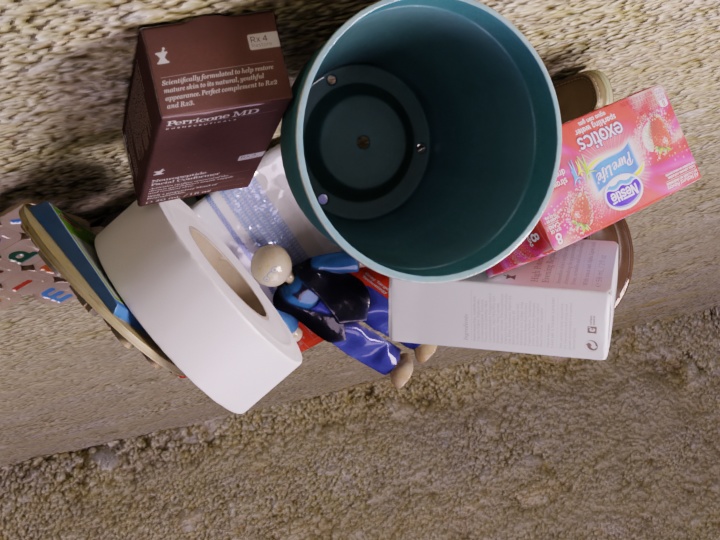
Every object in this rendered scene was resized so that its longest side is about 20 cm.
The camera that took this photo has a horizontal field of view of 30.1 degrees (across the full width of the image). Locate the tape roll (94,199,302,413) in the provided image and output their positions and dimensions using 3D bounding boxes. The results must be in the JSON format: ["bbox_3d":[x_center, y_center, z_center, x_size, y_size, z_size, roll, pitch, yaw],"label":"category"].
[{"bbox_3d":[-0.138,0.024,1.158,0.071,0.203,0.202,-40,166,4],"label":"tape roll"}]

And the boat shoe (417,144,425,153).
[{"bbox_3d":[0.107,-0.081,1.218,0.198,0.071,0.072,18,123,-37],"label":"boat shoe"}]

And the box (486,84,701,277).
[{"bbox_3d":[0.188,-0.080,1.170,0.198,0.097,0.099,-24,180,-34],"label":"box"}]

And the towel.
[{"bbox_3d":[-0.104,-0.022,1.278,0.199,0.024,0.147,-35,127,-2],"label":"towel"}]

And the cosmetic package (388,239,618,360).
[{"bbox_3d":[0.130,0.018,1.208,0.197,0.075,0.102,5,-152,12],"label":"cosmetic package"}]

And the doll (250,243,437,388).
[{"bbox_3d":[-0.020,0.032,1.289,0.199,0.049,0.137,32,120,-20],"label":"doll"}]

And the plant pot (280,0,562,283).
[{"bbox_3d":[0.023,-0.098,1.017,0.197,0.203,0.188,-12,-173,-17],"label":"plant pot"}]

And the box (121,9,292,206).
[{"bbox_3d":[-0.121,-0.119,1.017,0.099,0.076,0.200,-11,166,-16],"label":"box"}]

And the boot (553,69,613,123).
[{"bbox_3d":[0.130,-0.137,1.283,0.199,0.073,0.153,-29,158,38],"label":"boot"}]

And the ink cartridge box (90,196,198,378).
[{"bbox_3d":[-0.188,0.024,1.347,0.161,0.201,0.057,-21,-159,29],"label":"ink cartridge box"}]

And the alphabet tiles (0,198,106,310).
[{"bbox_3d":[-0.329,-0.014,1.259,0.194,0.015,0.199,-26,149,31],"label":"alphabet tiles"}]

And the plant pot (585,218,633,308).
[{"bbox_3d":[0.213,-0.023,1.583,0.198,0.203,0.198,-18,170,16],"label":"plant pot"}]

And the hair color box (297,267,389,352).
[{"bbox_3d":[0.000,0.000,1.362,0.199,0.061,0.102,-29,-158,33],"label":"hair color box"}]

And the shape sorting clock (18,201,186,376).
[{"bbox_3d":[-0.217,0.018,1.141,0.039,0.200,0.200,-41,166,3],"label":"shape sorting clock"}]

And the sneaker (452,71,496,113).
[{"bbox_3d":[0.125,-0.139,1.145,0.076,0.081,0.200,-42,157,12],"label":"sneaker"}]
